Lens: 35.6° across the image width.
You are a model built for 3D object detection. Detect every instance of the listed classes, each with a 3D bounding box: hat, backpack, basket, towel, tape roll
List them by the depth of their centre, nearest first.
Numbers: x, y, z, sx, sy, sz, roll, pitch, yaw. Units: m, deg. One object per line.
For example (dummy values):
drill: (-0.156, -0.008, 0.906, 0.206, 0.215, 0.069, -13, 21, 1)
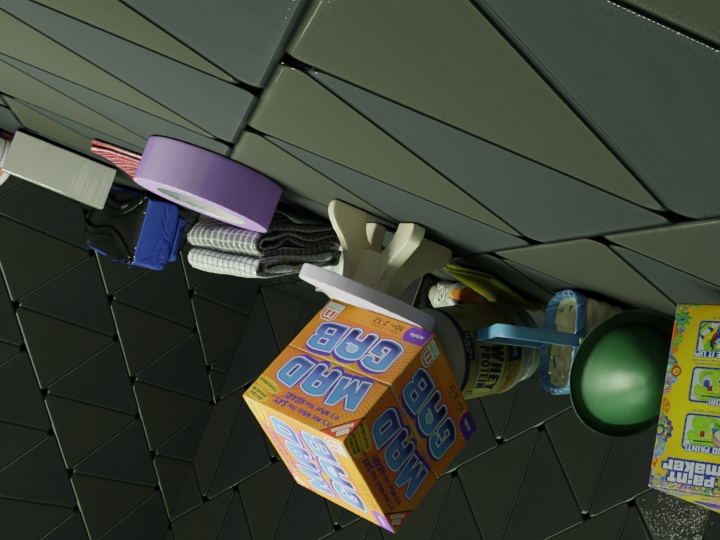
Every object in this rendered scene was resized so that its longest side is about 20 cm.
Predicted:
hat: (0.360, 0.146, 1.349, 0.165, 0.201, 0.176, -7, -161, -10)
basket: (0.263, 0.095, 1.494, 0.199, 0.140, 0.176, 11, 176, -2)
tape roll: (-0.213, -0.119, 1.571, 0.199, 0.066, 0.200, 21, 175, 2)
towel: (0.205, 0.026, 1.716, 0.086, 0.018, 0.200, 12, 170, 33)
towel: (-0.145, -0.043, 1.741, 0.165, 0.086, 0.200, 6, -170, 40)
towel: (-0.354, -0.166, 1.877, 0.144, 0.023, 0.200, 19, 174, 11)
backpack: (-0.494, -0.088, 2.437, 0.199, 0.163, 0.168, 16, 176, 36)

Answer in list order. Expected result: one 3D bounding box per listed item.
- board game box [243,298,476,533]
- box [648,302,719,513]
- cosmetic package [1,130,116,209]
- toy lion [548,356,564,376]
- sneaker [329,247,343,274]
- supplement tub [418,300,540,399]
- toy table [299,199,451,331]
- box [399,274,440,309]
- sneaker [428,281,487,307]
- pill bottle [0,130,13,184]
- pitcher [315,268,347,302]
board game box: (0.003, 0.196, 1.554, 0.200, 0.200, 0.200, 17, 145, 42)
box: (0.410, 0.154, 1.156, 0.122, 0.193, 0.200, 1, 162, 42)
cosmetic package: (-0.571, -0.189, 2.121, 0.199, 0.091, 0.107, 19, 178, -16)
toy lion: (0.405, 0.163, 1.857, 0.199, 0.069, 0.191, 19, -178, 32)
sneaker: (0.000, 0.000, 1.875, 0.076, 0.081, 0.200, 23, 173, -12)
supplement tub: (0.166, 0.122, 1.709, 0.199, 0.145, 0.144, -6, -167, -39)
toy table: (0.027, -0.006, 1.511, 0.200, 0.118, 0.184, 25, 174, -31)
box: (0.078, 0.104, 1.968, 0.079, 0.201, 0.141, 16, 172, 34)
sneaker: (0.151, 0.052, 1.879, 0.092, 0.076, 0.200, 24, 175, 15)
pill bottle: (-0.779, -0.248, 2.177, 0.200, 0.112, 0.111, 25, 173, -40)
pitcher: (-0.006, 0.037, 2.194, 0.200, 0.121, 0.172, 35, -171, -25)
